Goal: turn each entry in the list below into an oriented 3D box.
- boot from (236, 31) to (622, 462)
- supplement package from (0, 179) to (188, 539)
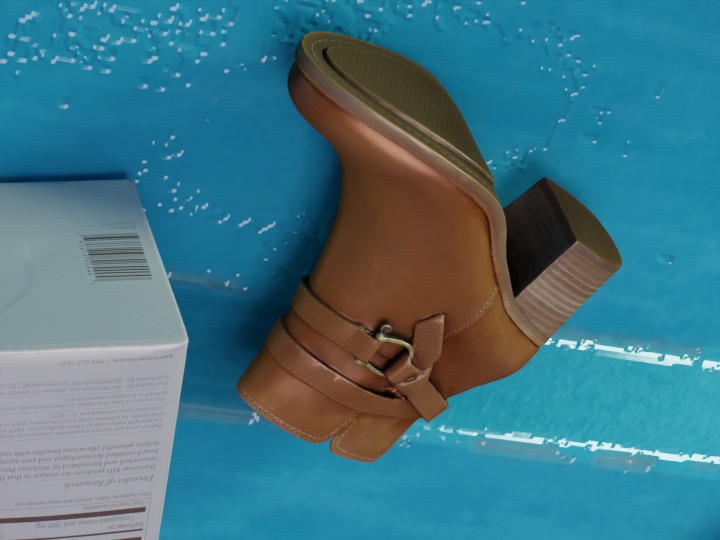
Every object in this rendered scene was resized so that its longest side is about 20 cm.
[{"bbox_3d":[0.000,0.000,1.141,0.155,0.074,0.200,-40,127,18],"label":"boot"},{"bbox_3d":[-0.145,0.076,1.117,0.109,0.114,0.201,-2,128,-18],"label":"supplement package"}]
